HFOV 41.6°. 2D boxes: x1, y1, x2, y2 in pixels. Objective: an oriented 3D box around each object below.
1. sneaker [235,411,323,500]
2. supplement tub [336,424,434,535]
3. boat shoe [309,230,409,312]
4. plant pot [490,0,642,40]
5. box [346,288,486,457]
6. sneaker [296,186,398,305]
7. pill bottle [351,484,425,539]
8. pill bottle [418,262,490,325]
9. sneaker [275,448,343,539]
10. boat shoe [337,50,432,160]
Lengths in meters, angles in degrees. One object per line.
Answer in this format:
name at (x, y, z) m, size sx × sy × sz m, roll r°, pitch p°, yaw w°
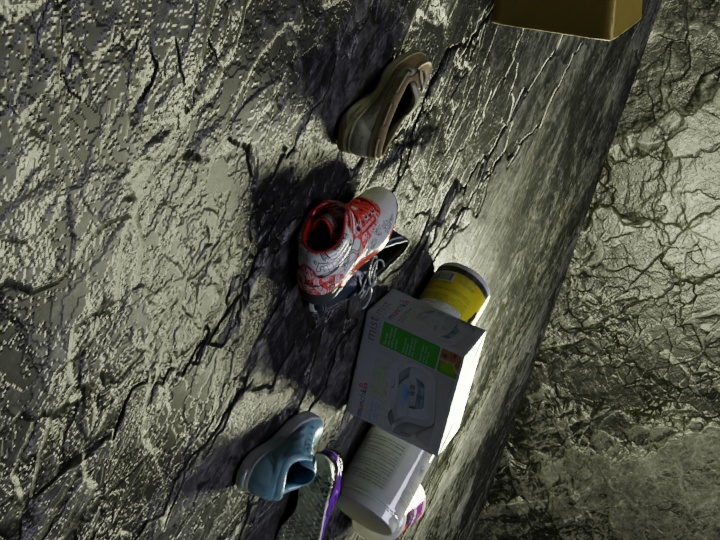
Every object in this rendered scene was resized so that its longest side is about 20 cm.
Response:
sneaker at (-0.089, 0.263, 1.305) m, size 0.200 × 0.081 × 0.075 m, roll -34°, pitch 144°, yaw -58°
supplement tub at (0.050, 0.354, 1.707) m, size 0.201 × 0.131 × 0.133 m, roll -56°, pitch 158°, yaw -26°
boat shoe at (0.000, 0.000, 1.276) m, size 0.200 × 0.061 × 0.076 m, roll -42°, pitch 151°, yaw -50°
plant pot at (0.327, -0.479, 1.434) m, size 0.195 × 0.192 × 0.203 m, roll -38°, pitch 137°, yaw -53°
box at (0.087, 0.160, 1.515) m, size 0.097 × 0.175 × 0.203 m, roll -38°, pitch 146°, yaw -54°
sneaker at (-0.011, -0.059, 1.173) m, size 0.202 × 0.067 × 0.109 m, roll -52°, pitch 158°, yaw -31°
pill bottle at (0.052, 0.468, 1.867) m, size 0.114 × 0.111 × 0.200 m, roll -69°, pitch 161°, yaw 7°
pill bottle at (0.140, 0.093, 1.679) m, size 0.201 × 0.113 × 0.115 m, roll -55°, pitch 158°, yaw -30°
sneaker at (-0.069, 0.374, 1.504) m, size 0.099 × 0.069 × 0.203 m, roll -15°, pitch 126°, yaw -69°
boat shoe at (0.044, -0.202, 1.164) m, size 0.201 × 0.062 × 0.074 m, roll -49°, pitch 154°, yaw -42°
